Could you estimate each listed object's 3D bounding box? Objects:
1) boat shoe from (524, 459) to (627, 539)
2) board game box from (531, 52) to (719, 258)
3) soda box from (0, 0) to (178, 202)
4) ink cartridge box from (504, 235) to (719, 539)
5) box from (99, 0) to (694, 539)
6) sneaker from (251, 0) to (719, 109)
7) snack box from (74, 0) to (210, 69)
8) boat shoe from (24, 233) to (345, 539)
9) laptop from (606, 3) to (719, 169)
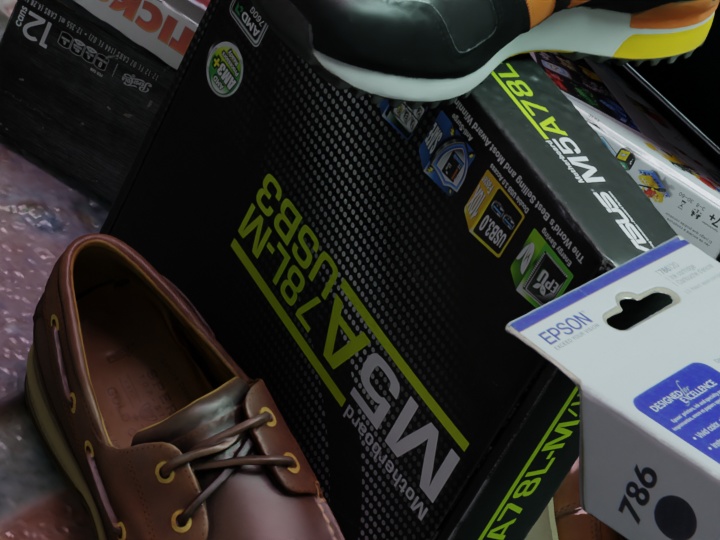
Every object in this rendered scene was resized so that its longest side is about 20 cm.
[{"bbox_3d":[0.073,0.090,0.986,0.068,0.072,0.201,24,44,-16],"label":"boat shoe"},{"bbox_3d":[0.101,-0.053,1.147,0.126,0.035,0.200,34,13,7],"label":"board game box"},{"bbox_3d":[-0.041,-0.044,1.064,0.200,0.071,0.063,32,36,4],"label":"soda box"},{"bbox_3d":[0.136,0.066,0.770,0.200,0.039,0.099,35,35,24],"label":"ink cartridge box"},{"bbox_3d":[0.000,0.000,0.932,0.047,0.193,0.200,-4,48,-42],"label":"box"},{"bbox_3d":[0.052,-0.109,0.856,0.200,0.090,0.070,-11,51,-45],"label":"sneaker"},{"bbox_3d":[-0.011,-0.068,1.030,0.200,0.024,0.072,34,33,7],"label":"snack box"},{"bbox_3d":[-0.052,0.069,0.901,0.072,0.068,0.200,-22,54,-20],"label":"boat shoe"},{"bbox_3d":[0.171,-0.100,1.134,0.199,0.116,0.187,15,20,-26],"label":"laptop"}]
